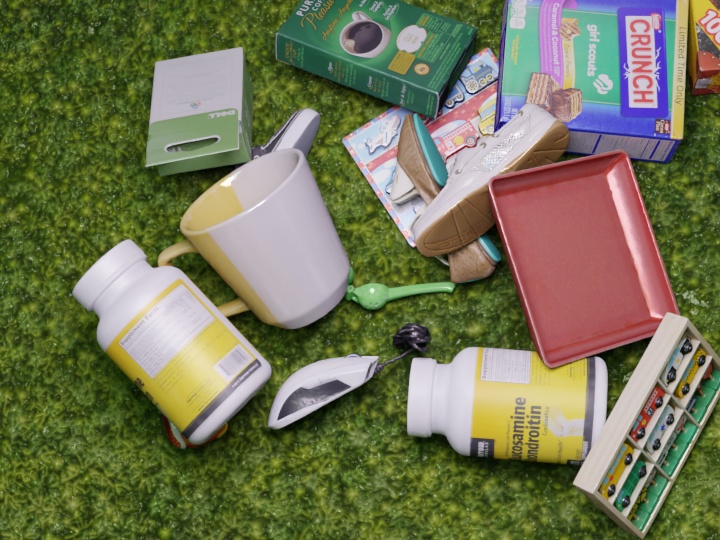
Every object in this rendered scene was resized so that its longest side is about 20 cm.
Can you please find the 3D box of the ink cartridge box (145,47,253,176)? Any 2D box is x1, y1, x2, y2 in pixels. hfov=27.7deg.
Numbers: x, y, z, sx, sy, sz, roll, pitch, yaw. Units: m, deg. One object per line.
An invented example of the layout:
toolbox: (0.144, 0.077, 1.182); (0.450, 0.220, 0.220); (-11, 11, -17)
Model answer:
ink cartridge box: (-0.173, -0.159, 1.587); (0.103, 0.060, 0.201); (-9, 40, 3)

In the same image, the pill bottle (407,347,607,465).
pill bottle: (0.150, 0.137, 1.498); (0.198, 0.112, 0.113); (4, 75, 7)

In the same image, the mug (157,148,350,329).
mug: (-0.099, -0.022, 1.537); (0.150, 0.186, 0.154); (-49, 117, -35)

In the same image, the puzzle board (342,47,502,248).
puzzle board: (0.101, -0.140, 1.629); (0.199, 0.017, 0.151); (-33, 74, -3)

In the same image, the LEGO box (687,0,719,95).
LEGO box: (0.433, -0.303, 1.610); (0.148, 0.077, 0.202); (-4, 74, 5)

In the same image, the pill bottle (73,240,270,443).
pill bottle: (-0.194, 0.069, 1.476); (0.112, 0.112, 0.200); (-44, 87, -7)

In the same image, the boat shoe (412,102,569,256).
boat shoe: (0.125, -0.096, 1.521); (0.200, 0.071, 0.069); (-40, 55, -5)

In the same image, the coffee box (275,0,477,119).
coffee box: (0.018, -0.253, 1.629); (0.199, 0.044, 0.123); (21, 53, 12)

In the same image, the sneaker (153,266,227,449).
sneaker: (-0.192, 0.092, 1.575); (0.077, 0.073, 0.201); (-13, 80, -16)

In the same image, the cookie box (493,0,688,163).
cookie box: (0.252, -0.218, 1.598); (0.198, 0.075, 0.172); (5, 75, 0)

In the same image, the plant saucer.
plant saucer: (0.227, -0.013, 1.517); (0.199, 0.037, 0.201); (-14, 84, -33)

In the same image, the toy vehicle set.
toy vehicle set: (0.298, 0.158, 1.475); (0.026, 0.124, 0.201); (21, 76, 44)

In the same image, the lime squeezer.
lime squeezer: (0.000, 0.000, 1.589); (0.199, 0.038, 0.071); (25, 78, 12)

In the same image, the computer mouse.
computer mouse: (-0.018, 0.104, 1.531); (0.199, 0.110, 0.044); (-28, 91, 3)

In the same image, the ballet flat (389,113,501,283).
ballet flat: (0.077, -0.072, 1.580); (0.072, 0.068, 0.201); (-32, 78, 16)

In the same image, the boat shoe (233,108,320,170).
boat shoe: (-0.120, -0.103, 1.618); (0.066, 0.070, 0.201); (32, 87, 11)
